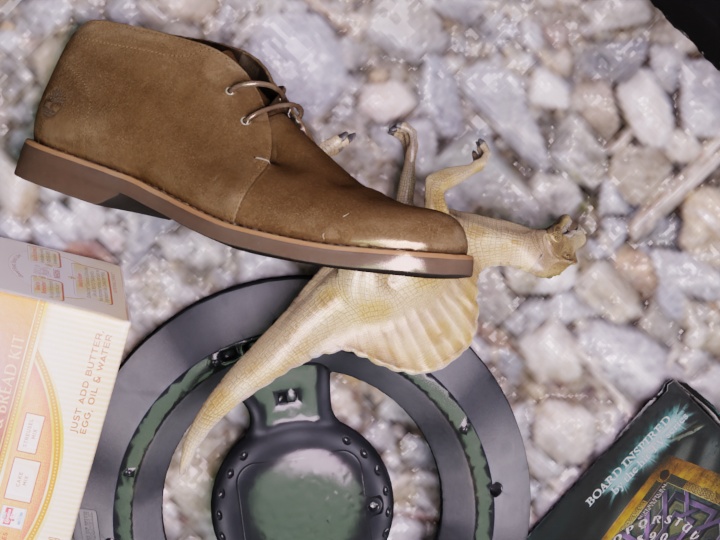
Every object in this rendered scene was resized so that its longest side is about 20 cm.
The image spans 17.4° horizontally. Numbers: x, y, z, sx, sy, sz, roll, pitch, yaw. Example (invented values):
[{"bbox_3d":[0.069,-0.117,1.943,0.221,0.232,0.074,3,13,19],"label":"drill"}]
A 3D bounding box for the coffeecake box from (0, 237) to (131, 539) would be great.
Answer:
[{"bbox_3d":[-0.209,0.056,0.950,0.199,0.073,0.154,13,106,-13],"label":"coffeecake box"}]

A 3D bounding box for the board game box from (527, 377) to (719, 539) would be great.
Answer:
[{"bbox_3d":[0.106,0.156,1.005,0.200,0.135,0.028,-47,127,7],"label":"board game box"}]

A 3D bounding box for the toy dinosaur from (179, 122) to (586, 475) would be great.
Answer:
[{"bbox_3d":[0.000,0.000,0.956,0.199,0.058,0.102,-25,83,-12],"label":"toy dinosaur"}]

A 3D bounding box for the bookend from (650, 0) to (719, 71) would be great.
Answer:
[{"bbox_3d":[0.206,-0.082,0.912,0.199,0.200,0.092,42,97,-18],"label":"bookend"}]

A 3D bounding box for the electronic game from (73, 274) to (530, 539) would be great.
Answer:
[{"bbox_3d":[-0.025,0.101,1.013,0.198,0.042,0.202,-1,101,-5],"label":"electronic game"}]

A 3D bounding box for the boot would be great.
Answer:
[{"bbox_3d":[-0.042,-0.046,0.908,0.199,0.074,0.076,18,92,24],"label":"boot"}]
